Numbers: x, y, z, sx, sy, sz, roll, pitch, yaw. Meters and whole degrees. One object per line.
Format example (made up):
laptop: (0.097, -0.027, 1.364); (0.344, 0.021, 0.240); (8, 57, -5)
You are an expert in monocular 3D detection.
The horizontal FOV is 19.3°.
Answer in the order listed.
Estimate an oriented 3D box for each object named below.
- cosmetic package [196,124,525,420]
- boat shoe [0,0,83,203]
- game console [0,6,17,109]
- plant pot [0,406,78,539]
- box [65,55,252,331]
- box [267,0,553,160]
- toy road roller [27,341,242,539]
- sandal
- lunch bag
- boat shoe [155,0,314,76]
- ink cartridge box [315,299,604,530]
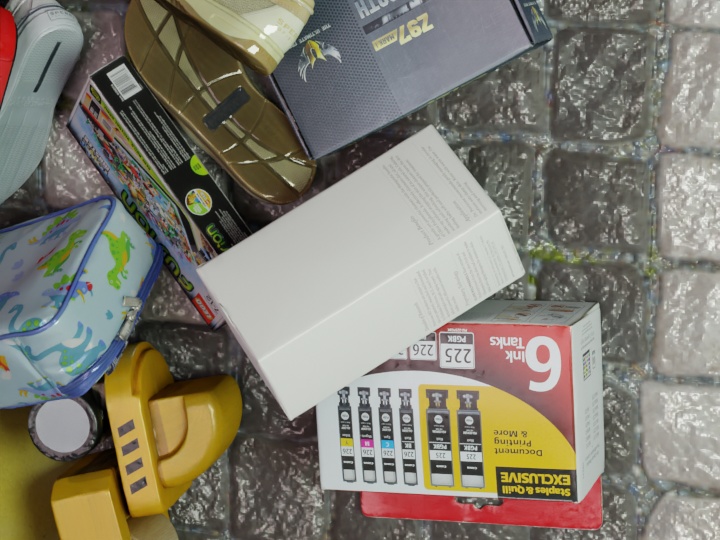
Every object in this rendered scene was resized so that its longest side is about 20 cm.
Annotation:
cosmetic package: (0.000, 0.000, 1.498); (0.200, 0.085, 0.108); (-31, 51, -3)
boat shoe: (-0.278, -0.133, 1.663); (0.200, 0.073, 0.067); (-54, 51, 24)
game console: (-0.325, -0.126, 1.635); (0.177, 0.031, 0.201); (38, 114, 52)
plant pot: (-0.337, 0.190, 1.705); (0.199, 0.142, 0.201); (5, 103, 20)
box: (-0.144, -0.056, 1.600); (0.200, 0.035, 0.110); (54, 157, 4)
box: (0.017, -0.192, 1.533); (0.200, 0.051, 0.158); (-25, 91, 25)
toy road roller: (-0.160, 0.155, 1.643); (0.146, 0.123, 0.201); (-10, 97, 12)
sandal: (-0.109, -0.130, 1.593); (0.080, 0.054, 0.200); (-37, 87, -12)
lunch bag: (-0.252, 0.028, 1.616); (0.200, 0.161, 0.083); (-16, 128, 35)
boat shoe: (-0.117, -0.214, 1.529); (0.201, 0.073, 0.063); (38, 86, 34)
ink cartridge box: (0.074, 0.114, 1.558); (0.199, 0.084, 0.176); (0, 102, 21)
